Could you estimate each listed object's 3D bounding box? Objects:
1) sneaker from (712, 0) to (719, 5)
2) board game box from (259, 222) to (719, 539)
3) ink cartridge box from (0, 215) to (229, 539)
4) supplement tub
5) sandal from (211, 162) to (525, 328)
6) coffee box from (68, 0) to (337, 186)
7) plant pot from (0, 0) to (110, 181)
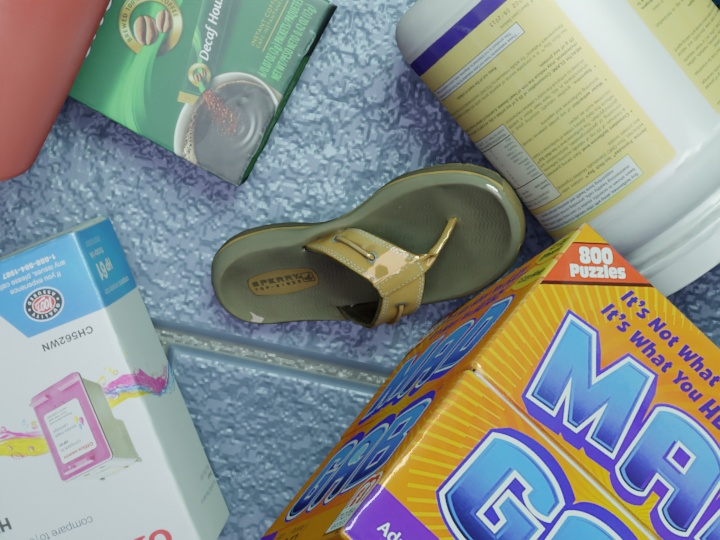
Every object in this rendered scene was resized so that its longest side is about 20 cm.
[{"bbox_3d":[0.244,-0.141,0.782,0.073,0.200,0.082,23,111,-28],"label":"sneaker"},{"bbox_3d":[0.090,0.138,0.775,0.200,0.200,0.200,43,66,-3],"label":"board game box"},{"bbox_3d":[-0.181,0.090,0.877,0.143,0.085,0.202,-21,97,5],"label":"ink cartridge box"},{"bbox_3d":[0.130,-0.097,0.806,0.145,0.145,0.200,-40,94,7],"label":"supplement tub"},{"bbox_3d":[0.000,0.000,0.839,0.198,0.054,0.081,-14,120,24],"label":"sandal"},{"bbox_3d":[-0.128,-0.146,0.862,0.199,0.044,0.124,30,99,-1],"label":"coffee box"},{"bbox_3d":[-0.213,-0.153,0.758,0.199,0.201,0.179,20,110,0],"label":"plant pot"}]
